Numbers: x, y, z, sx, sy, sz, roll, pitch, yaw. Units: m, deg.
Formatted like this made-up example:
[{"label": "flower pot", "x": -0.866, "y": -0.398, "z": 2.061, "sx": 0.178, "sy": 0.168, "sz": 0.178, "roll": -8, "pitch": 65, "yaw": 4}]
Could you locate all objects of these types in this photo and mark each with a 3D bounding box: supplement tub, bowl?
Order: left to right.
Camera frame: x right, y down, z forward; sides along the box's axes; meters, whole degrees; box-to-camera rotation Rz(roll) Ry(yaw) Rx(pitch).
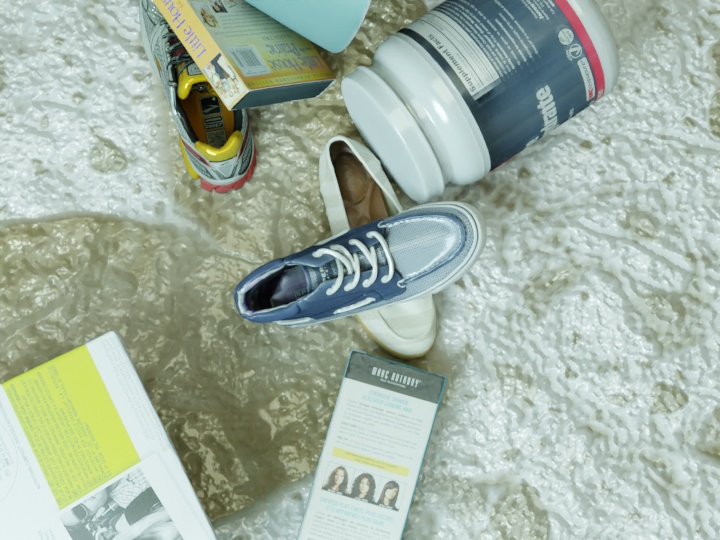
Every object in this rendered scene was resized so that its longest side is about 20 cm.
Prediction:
[{"label": "bowl", "x": -0.049, "y": -0.286, "z": 1.697, "sx": 0.105, "sy": 0.201, "sz": 0.201, "roll": 10, "pitch": 75, "yaw": -15}, {"label": "supplement tub", "x": 0.100, "y": -0.160, "z": 1.713, "sx": 0.200, "sy": 0.140, "sz": 0.140, "roll": -34, "pitch": 80, "yaw": -10}]

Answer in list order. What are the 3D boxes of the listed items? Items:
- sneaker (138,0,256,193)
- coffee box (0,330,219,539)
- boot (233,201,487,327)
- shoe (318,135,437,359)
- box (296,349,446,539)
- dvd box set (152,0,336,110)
[{"label": "sneaker", "x": -0.133, "y": -0.169, "z": 1.734, "sx": 0.078, "sy": 0.082, "sz": 0.200, "roll": -19, "pitch": 77, "yaw": -7}, {"label": "coffee box", "x": -0.227, "y": 0.191, "z": 1.579, "sx": 0.198, "sy": 0.200, "sz": 0.200, "roll": -26, "pitch": 79, "yaw": -8}, {"label": "boot", "x": 0.000, "y": 0.000, "z": 1.651, "sx": 0.200, "sy": 0.090, "sz": 0.073, "roll": -24, "pitch": 82, "yaw": 22}, {"label": "shoe", "x": 0.010, "y": -0.021, "z": 1.718, "sx": 0.070, "sy": 0.053, "sz": 0.200, "roll": -20, "pitch": 78, "yaw": -7}, {"label": "box", "x": 0.003, "y": 0.172, "z": 1.671, "sx": 0.082, "sy": 0.049, "sz": 0.200, "roll": 16, "pitch": 76, "yaw": 1}, {"label": "dvd box set", "x": -0.118, "y": -0.225, "z": 1.727, "sx": 0.029, "sy": 0.146, "sz": 0.200, "roll": -41, "pitch": 79, "yaw": 29}]
